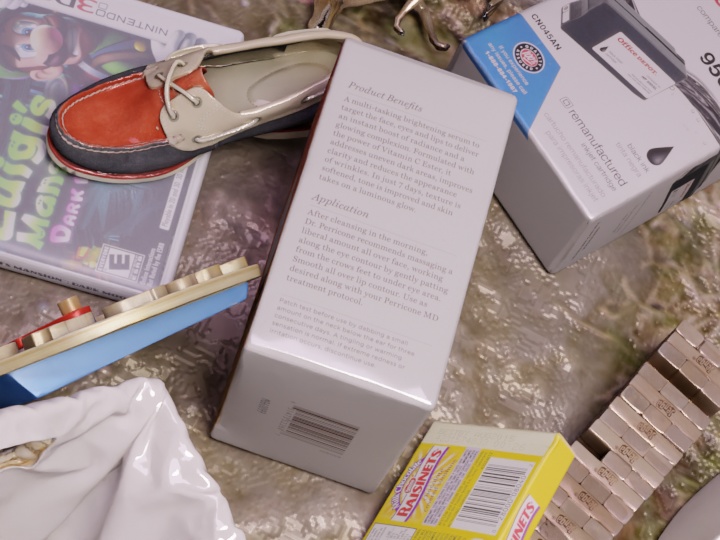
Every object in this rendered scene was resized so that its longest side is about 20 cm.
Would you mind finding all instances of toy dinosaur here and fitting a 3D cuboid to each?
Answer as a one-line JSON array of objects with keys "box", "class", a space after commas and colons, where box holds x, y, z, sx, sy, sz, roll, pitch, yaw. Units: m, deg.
[{"box": [0.053, -0.215, 1.077, 0.101, 0.058, 0.200, 42, 64, 9], "class": "toy dinosaur"}]

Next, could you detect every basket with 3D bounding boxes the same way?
[{"box": [-0.160, 0.187, 0.759, 0.198, 0.161, 0.201, -14, 68, -45], "class": "basket"}]

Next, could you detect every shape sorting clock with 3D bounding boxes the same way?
[{"box": [-0.146, 0.033, 0.843, 0.199, 0.200, 0.039, -26, 93, -22], "class": "shape sorting clock"}]

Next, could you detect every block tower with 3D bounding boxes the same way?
[{"box": [0.146, 0.119, 0.947, 0.054, 0.058, 0.200, 42, 65, 9], "class": "block tower"}]

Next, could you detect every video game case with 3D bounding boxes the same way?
[{"box": [-0.182, -0.089, 0.986, 0.181, 0.023, 0.201, 16, 64, -5], "class": "video game case"}]

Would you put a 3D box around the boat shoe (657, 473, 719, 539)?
[{"box": [0.211, 0.185, 0.929, 0.069, 0.072, 0.200, 50, 57, -12], "class": "boat shoe"}]

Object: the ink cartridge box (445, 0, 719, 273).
[{"box": [0.172, -0.113, 1.042, 0.199, 0.084, 0.145, -28, 75, -23], "class": "ink cartridge box"}]

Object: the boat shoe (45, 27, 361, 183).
[{"box": [-0.092, -0.105, 0.968, 0.199, 0.063, 0.072, -12, 70, -16], "class": "boat shoe"}]

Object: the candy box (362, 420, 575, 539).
[{"box": [0.033, 0.170, 0.878, 0.026, 0.102, 0.200, 49, 60, -28], "class": "candy box"}]

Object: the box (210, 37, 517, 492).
[{"box": [0.000, 0.000, 0.914, 0.106, 0.152, 0.201, 18, 62, -4], "class": "box"}]
